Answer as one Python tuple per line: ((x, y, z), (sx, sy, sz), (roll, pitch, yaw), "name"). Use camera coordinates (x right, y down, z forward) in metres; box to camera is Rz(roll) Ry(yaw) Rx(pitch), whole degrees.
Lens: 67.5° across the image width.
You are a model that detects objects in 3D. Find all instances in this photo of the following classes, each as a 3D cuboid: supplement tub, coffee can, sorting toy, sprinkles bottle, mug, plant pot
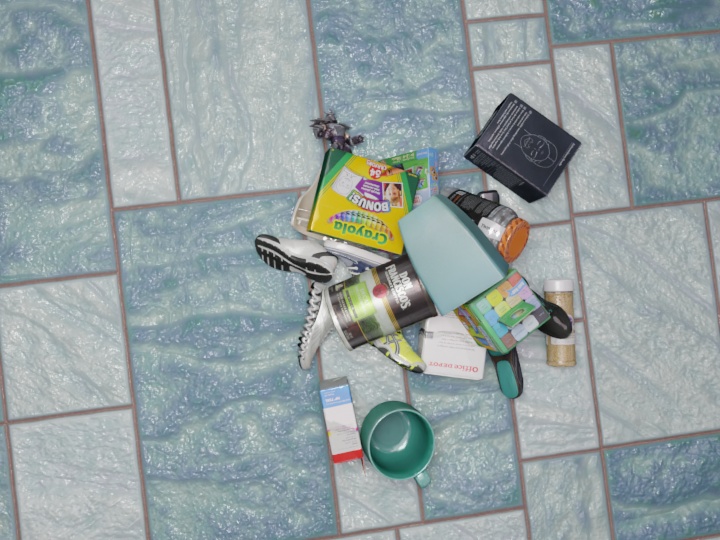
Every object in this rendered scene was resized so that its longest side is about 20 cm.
((0.255, -0.097, 1.173), (0.200, 0.123, 0.123), (29, 86, 37), "supplement tub")
((0.043, 0.065, 1.132), (0.200, 0.146, 0.147), (-23, 90, 5), "coffee can")
((-0.038, -0.154, 1.217), (0.200, 0.107, 0.180), (13, 80, -3), "sorting toy")
((0.463, 0.120, 1.252), (0.068, 0.068, 0.201), (-2, 89, -4), "sprinkles bottle")
((0.076, 0.383, 1.192), (0.152, 0.114, 0.186), (0, 92, -13), "mug")
((0.173, -0.044, 1.058), (0.141, 0.141, 0.200), (-35, 87, 20), "plant pot")

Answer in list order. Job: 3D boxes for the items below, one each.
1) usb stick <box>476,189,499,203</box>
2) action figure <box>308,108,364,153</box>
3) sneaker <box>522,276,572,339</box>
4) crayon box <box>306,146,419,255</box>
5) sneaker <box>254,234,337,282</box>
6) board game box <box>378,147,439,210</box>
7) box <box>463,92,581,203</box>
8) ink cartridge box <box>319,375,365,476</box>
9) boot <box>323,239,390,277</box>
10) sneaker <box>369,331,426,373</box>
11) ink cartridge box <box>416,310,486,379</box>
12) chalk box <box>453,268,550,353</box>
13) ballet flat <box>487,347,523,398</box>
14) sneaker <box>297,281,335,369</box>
((0.305, -0.089, 1.265), (0.055, 0.033, 0.201), (-4, 89, -5), "usb stick")
((-0.044, -0.274, 1.196), (0.130, 0.069, 0.200), (-5, 71, -32), "action figure")
((0.384, 0.085, 1.214), (0.200, 0.079, 0.075), (43, 116, 20), "sneaker")
((0.006, -0.139, 1.117), (0.200, 0.058, 0.173), (14, 85, -16), "crayon box")
((-0.144, -0.038, 1.226), (0.200, 0.074, 0.080), (22, 49, 6), "sneaker")
((0.107, -0.159, 1.203), (0.037, 0.151, 0.201), (-2, 89, -44), "board game box")
((0.368, -0.276, 1.236), (0.200, 0.107, 0.149), (35, 86, -1), "box")
((-0.040, 0.345, 1.189), (0.067, 0.116, 0.200), (-11, 89, -4), "ink cartridge box")
((0.000, 0.000, 1.204), (0.200, 0.073, 0.091), (19, 90, -22), "boot")
((0.069, 0.152, 1.192), (0.200, 0.075, 0.076), (35, 82, 26), "sneaker")
((0.210, 0.136, 1.227), (0.144, 0.084, 0.201), (7, 87, -3), "ink cartridge box")
((0.283, 0.080, 1.092), (0.125, 0.200, 0.124), (-36, 91, -7), "chalk box")
((0.335, 0.194, 1.246), (0.073, 0.073, 0.200), (-14, 90, -4), "ballet flat")
((-0.093, 0.129, 1.217), (0.081, 0.075, 0.200), (14, 88, -12), "sneaker")
